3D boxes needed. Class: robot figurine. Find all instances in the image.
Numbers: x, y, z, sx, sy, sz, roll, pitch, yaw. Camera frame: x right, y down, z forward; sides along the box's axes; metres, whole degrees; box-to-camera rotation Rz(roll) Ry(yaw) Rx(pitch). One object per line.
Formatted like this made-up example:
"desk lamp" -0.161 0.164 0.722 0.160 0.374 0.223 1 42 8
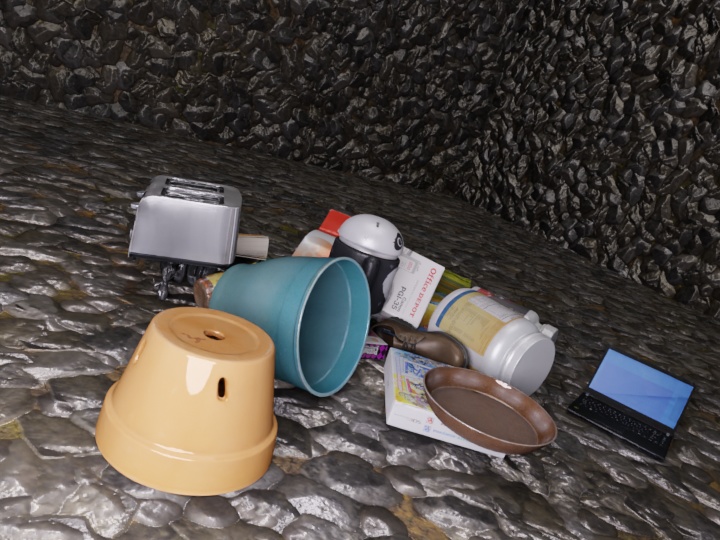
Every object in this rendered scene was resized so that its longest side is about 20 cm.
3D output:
"robot figurine" 0.002 0.001 1.132 0.125 0.200 0.150 6 19 -46

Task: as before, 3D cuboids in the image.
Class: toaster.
"toaster" -0.293 -0.082 1.116 0.200 0.119 0.181 8 18 -14

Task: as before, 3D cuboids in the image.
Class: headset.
"headset" -0.315 0.010 1.173 0.123 0.094 0.200 15 -1 6

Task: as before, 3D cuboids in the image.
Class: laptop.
"laptop" 0.509 0.237 1.198 0.177 0.103 0.200 26 17 28

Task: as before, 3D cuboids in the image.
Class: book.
"book" -0.279 -0.064 1.395 0.133 0.048 0.200 5 6 -15

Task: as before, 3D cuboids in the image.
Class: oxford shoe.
"oxford shoe" 0.099 0.140 1.149 0.200 0.073 0.084 14 12 37

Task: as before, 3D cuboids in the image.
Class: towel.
"towel" 0.161 0.037 1.444 0.086 0.018 0.200 25 -23 -17

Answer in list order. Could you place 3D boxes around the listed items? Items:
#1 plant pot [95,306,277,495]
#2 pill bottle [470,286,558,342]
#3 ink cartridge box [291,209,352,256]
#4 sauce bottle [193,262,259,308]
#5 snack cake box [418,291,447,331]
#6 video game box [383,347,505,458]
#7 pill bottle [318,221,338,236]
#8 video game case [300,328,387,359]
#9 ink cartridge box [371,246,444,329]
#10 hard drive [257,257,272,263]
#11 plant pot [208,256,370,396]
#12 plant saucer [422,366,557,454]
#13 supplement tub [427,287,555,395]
"plant pot" -0.178 0.132 0.721 0.200 0.140 0.200 17 15 -5
"pill bottle" 0.311 0.121 1.370 0.200 0.111 0.111 25 17 25
"ink cartridge box" -0.045 -0.059 1.501 0.162 0.200 0.050 22 -29 14
"sauce bottle" -0.195 0.021 1.141 0.200 0.066 0.066 -16 34 -37
"snack cake box" 0.089 0.068 1.390 0.200 0.067 0.115 18 16 -1
"video game box" 0.128 0.201 1.005 0.182 0.047 0.200 20 15 -4
"pill bottle" -0.008 -0.047 1.591 0.200 0.114 0.114 22 16 17
"video game case" -0.075 0.097 1.159 0.181 0.036 0.200 9 17 -33
"ink cartridge box" 0.049 0.020 1.287 0.200 0.147 0.083 26 -19 2
"hard drive" -0.145 0.011 1.310 0.139 0.038 0.200 11 7 -8
"plant pot" -0.114 0.069 0.954 0.188 0.201 0.200 8 9 28
"plant saucer" 0.179 0.202 0.917 0.200 0.035 0.200 17 17 -5
"supplement tub" 0.238 0.133 1.179 0.144 0.145 0.200 3 21 -43
